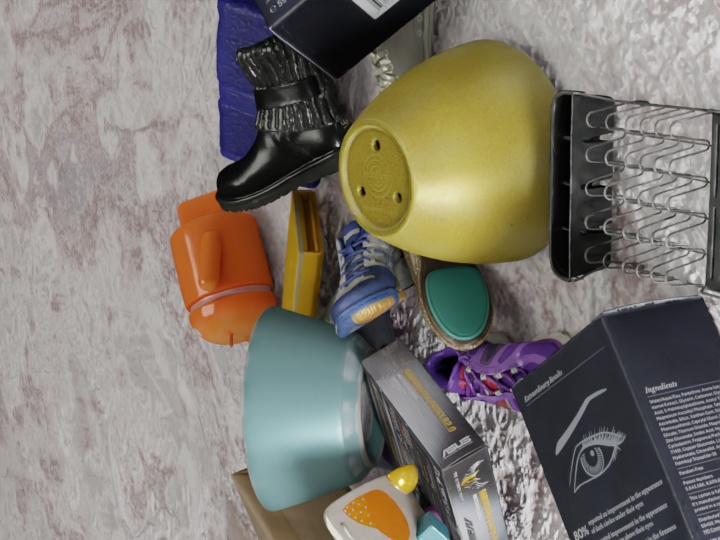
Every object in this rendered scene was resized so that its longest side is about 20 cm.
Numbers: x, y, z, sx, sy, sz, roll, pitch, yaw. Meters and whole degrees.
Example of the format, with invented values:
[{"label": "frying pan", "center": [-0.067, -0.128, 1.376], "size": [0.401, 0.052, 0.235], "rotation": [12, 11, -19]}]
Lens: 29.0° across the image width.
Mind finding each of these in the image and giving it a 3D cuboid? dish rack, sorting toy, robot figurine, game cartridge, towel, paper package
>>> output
[{"label": "dish rack", "center": [0.224, -0.056, 1.059], "size": [0.200, 0.054, 0.155], "rotation": [20, 115, 58]}, {"label": "sorting toy", "center": [0.063, 0.291, 1.280], "size": [0.180, 0.107, 0.200], "rotation": [48, 164, 24]}, {"label": "robot figurine", "center": [-0.170, 0.005, 1.726], "size": [0.144, 0.116, 0.201], "rotation": [-38, 64, 57]}, {"label": "game cartridge", "center": [-0.068, 0.033, 1.574], "size": [0.177, 0.032, 0.201], "rotation": [-100, 14, -63]}, {"label": "towel", "center": [-0.098, -0.204, 1.568], "size": [0.147, 0.049, 0.201], "rotation": [22, 127, 29]}, {"label": "paper package", "center": [-0.040, 0.314, 1.518], "size": [0.191, 0.103, 0.201], "rotation": [47, 160, 47]}]

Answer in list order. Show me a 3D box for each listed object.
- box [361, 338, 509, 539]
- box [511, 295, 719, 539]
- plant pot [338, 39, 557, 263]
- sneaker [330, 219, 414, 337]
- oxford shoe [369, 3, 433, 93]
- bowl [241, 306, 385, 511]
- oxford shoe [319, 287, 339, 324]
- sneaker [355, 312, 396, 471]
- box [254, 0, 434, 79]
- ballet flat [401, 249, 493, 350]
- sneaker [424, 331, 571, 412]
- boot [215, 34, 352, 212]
[{"label": "box", "center": [0.075, 0.186, 1.321], "size": [0.159, 0.048, 0.201], "rotation": [51, 164, 45]}, {"label": "box", "center": [0.221, 0.141, 1.062], "size": [0.148, 0.104, 0.201], "rotation": [-48, 56, 55]}, {"label": "plant pot", "center": [0.066, -0.091, 1.211], "size": [0.199, 0.141, 0.202], "rotation": [22, 119, 46]}, {"label": "sneaker", "center": [0.000, 0.000, 1.343], "size": [0.075, 0.200, 0.089], "rotation": [-29, 96, 17]}, {"label": "oxford shoe", "center": [0.036, -0.195, 1.346], "size": [0.075, 0.057, 0.202], "rotation": [18, 114, 56]}, {"label": "bowl", "center": [-0.036, 0.134, 1.363], "size": [0.201, 0.104, 0.203], "rotation": [-2, -90, -77]}, {"label": "oxford shoe", "center": [-0.011, 0.104, 1.526], "size": [0.075, 0.058, 0.202], "rotation": [15, 106, 30]}, {"label": "sneaker", "center": [0.034, 0.120, 1.451], "size": [0.087, 0.074, 0.201], "rotation": [16, 121, 45]}, {"label": "box", "center": [-0.016, -0.323, 1.263], "size": [0.200, 0.123, 0.199], "rotation": [-37, 58, 17]}, {"label": "ballet flat", "center": [0.079, 0.011, 1.318], "size": [0.066, 0.070, 0.201], "rotation": [98, 166, -46]}, {"label": "sneaker", "center": [0.127, 0.099, 1.246], "size": [0.200, 0.083, 0.081], "rotation": [-4, 94, 61]}, {"label": "boot", "center": [-0.102, -0.164, 1.498], "size": [0.210, 0.080, 0.158], "rotation": [-21, 109, 31]}]
